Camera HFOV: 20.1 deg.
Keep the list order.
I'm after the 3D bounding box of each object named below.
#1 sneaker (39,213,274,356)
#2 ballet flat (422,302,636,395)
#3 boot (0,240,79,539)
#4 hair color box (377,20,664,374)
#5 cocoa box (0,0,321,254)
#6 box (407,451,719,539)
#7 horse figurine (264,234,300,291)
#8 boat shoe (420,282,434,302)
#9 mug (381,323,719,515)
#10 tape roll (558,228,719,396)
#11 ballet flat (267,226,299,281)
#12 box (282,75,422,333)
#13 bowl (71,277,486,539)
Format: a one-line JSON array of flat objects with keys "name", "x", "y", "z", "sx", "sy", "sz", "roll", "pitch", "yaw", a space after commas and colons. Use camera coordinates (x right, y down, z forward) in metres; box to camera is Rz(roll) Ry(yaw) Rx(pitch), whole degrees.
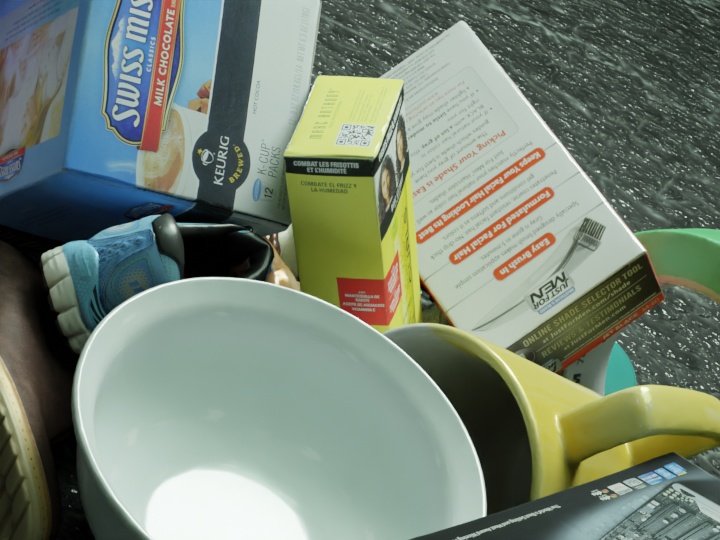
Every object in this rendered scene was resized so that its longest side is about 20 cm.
[{"name": "sneaker", "x": -0.071, "y": 0.023, "z": 1.032, "sx": 0.200, "sy": 0.090, "sz": 0.079, "roll": 26, "pitch": 39, "yaw": -58}, {"name": "ballet flat", "x": 0.098, "y": 0.055, "z": 1.272, "sx": 0.200, "sy": 0.071, "sz": 0.071, "roll": 19, "pitch": 23, "yaw": -51}, {"name": "boot", "x": -0.145, "y": 0.060, "z": 0.990, "sx": 0.166, "sy": 0.072, "sz": 0.200, "roll": 12, "pitch": 37, "yaw": -48}, {"name": "hair color box", "x": 0.072, "y": -0.035, "z": 1.166, "sx": 0.200, "sy": 0.111, "sz": 0.064, "roll": 56, "pitch": 1, "yaw": 34}, {"name": "cocoa box", "x": -0.131, "y": -0.084, "z": 1.096, "sx": 0.131, "sy": 0.134, "sz": 0.200, "roll": 14, "pitch": -14, "yaw": -29}, {"name": "box", "x": 0.130, "y": 0.152, "z": 0.867, "sx": 0.199, "sy": 0.050, "sz": 0.157, "roll": -10, "pitch": 31, "yaw": -44}, {"name": "horse figurine", "x": -0.024, "y": 0.018, "z": 1.195, "sx": 0.200, "sy": 0.050, "sz": 0.133, "roll": 18, "pitch": 59, "yaw": -47}, {"name": "boat shoe", "x": 0.063, "y": -0.004, "z": 1.318, "sx": 0.066, "sy": 0.072, "sz": 0.201, "roll": 22, "pitch": -5, "yaw": 28}, {"name": "mug", "x": 0.086, "y": 0.115, "z": 1.048, "sx": 0.186, "sy": 0.150, "sz": 0.153, "roll": 16, "pitch": 1, "yaw": 40}, {"name": "tape roll", "x": 0.184, "y": 0.077, "z": 1.163, "sx": 0.048, "sy": 0.201, "sz": 0.200, "roll": -3, "pitch": 40, "yaw": -49}, {"name": "ballet flat", "x": -0.083, "y": -0.054, "z": 1.298, "sx": 0.069, "sy": 0.070, "sz": 0.200, "roll": 17, "pitch": 28, "yaw": -26}, {"name": "box", "x": 0.000, "y": 0.000, "z": 1.077, "sx": 0.050, "sy": 0.201, "sz": 0.075, "roll": 5, "pitch": 39, "yaw": 12}, {"name": "bowl", "x": -0.050, "y": 0.106, "z": 0.938, "sx": 0.200, "sy": 0.091, "sz": 0.202, "roll": 18, "pitch": 39, "yaw": -15}]
